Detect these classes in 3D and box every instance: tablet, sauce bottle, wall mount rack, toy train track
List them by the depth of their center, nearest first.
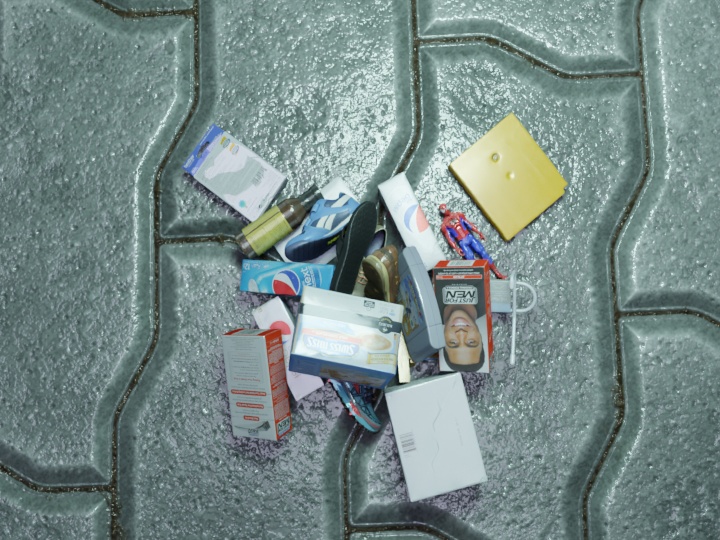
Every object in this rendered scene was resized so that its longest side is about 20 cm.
[{"bbox_3d":[0.245,0.087,1.195,0.195,0.075,0.179,2,108,21],"label":"wall mount rack"},{"bbox_3d":[0.125,0.172,1.230,0.194,0.033,0.118,0,68,-4],"label":"toy train track"},{"bbox_3d":[-0.161,-0.102,1.233,0.198,0.065,0.065,-35,85,-4],"label":"sauce bottle"},{"bbox_3d":[-0.085,-0.086,1.268,0.198,0.014,0.131,-38,85,-1],"label":"tablet"}]

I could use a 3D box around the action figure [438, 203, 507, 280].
[{"bbox_3d":[0.223,-0.054,1.240,0.065,0.052,0.202,-36,83,4],"label":"action figure"}]

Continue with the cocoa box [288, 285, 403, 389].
[{"bbox_3d":[-0.030,0.130,1.137,0.194,0.134,0.135,12,66,-5],"label":"cocoa box"}]

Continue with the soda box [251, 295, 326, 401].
[{"bbox_3d":[-0.144,0.156,1.224,0.067,0.064,0.203,-28,84,-1],"label":"soda box"}]

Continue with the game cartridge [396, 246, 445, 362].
[{"bbox_3d":[0.106,0.065,1.174,0.040,0.134,0.205,-11,73,-15],"label":"game cartridge"}]

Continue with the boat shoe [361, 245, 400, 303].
[{"bbox_3d":[0.050,0.026,1.170,0.067,0.202,0.072,-40,63,-20],"label":"boat shoe"}]

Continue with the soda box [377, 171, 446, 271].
[{"bbox_3d":[0.103,-0.092,1.235,0.062,0.068,0.204,-25,84,-1],"label":"soda box"}]

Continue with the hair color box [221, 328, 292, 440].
[{"bbox_3d":[-0.202,0.220,1.183,0.108,0.064,0.206,-2,96,28],"label":"hair color box"}]

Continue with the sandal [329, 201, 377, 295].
[{"bbox_3d":[-0.024,-0.043,1.170,0.047,0.075,0.205,16,82,37],"label":"sandal"}]

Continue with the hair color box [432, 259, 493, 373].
[{"bbox_3d":[0.196,0.086,1.144,0.099,0.061,0.206,-1,104,21],"label":"hair color box"}]

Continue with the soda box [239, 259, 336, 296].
[{"bbox_3d":[-0.139,0.019,1.214,0.194,0.068,0.066,3,84,15],"label":"soda box"}]

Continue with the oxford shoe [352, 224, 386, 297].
[{"bbox_3d":[0.000,0.000,1.221,0.069,0.074,0.205,19,87,-14],"label":"oxford shoe"}]

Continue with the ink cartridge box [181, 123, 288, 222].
[{"bbox_3d":[-0.262,-0.202,1.271,0.198,0.042,0.121,36,88,2],"label":"ink cartridge box"}]

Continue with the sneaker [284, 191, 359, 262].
[{"bbox_3d":[-0.079,-0.088,1.210,0.198,0.074,0.083,-33,74,-27],"label":"sneaker"}]

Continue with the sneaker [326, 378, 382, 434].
[{"bbox_3d":[-0.006,0.227,1.206,0.095,0.079,0.202,-34,85,-3],"label":"sneaker"}]

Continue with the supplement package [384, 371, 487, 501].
[{"bbox_3d":[0.141,0.315,1.176,0.152,0.111,0.206,-14,84,0],"label":"supplement package"}]

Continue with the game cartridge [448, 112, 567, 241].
[{"bbox_3d":[0.308,-0.194,1.258,0.175,0.032,0.202,-38,87,-2],"label":"game cartridge"}]
